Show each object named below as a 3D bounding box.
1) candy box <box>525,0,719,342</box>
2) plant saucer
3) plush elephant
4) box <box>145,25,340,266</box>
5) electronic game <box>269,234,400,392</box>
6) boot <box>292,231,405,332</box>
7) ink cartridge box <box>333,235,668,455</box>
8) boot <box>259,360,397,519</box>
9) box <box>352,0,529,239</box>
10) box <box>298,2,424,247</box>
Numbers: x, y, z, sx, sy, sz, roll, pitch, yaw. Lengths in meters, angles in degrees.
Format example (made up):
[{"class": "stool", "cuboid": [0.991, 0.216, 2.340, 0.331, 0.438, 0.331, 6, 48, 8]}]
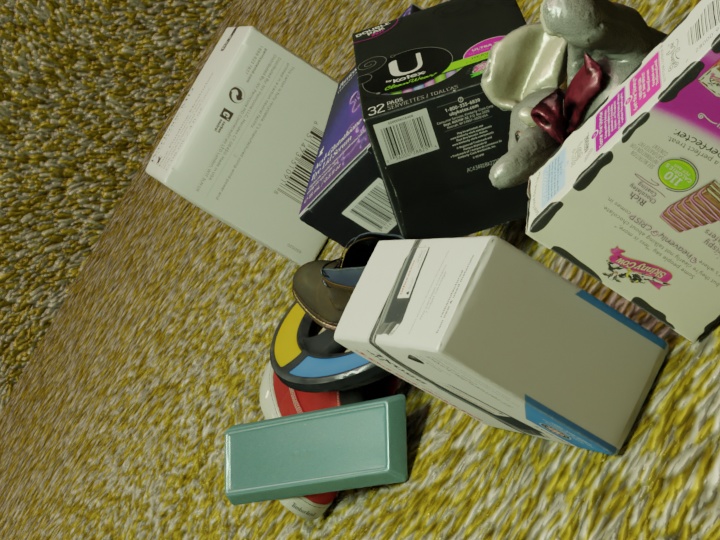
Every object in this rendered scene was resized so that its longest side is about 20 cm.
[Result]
[{"class": "candy box", "cuboid": [0.208, -0.065, 0.917, 0.200, 0.136, 0.061, -47, 20, 34]}, {"class": "plant saucer", "cuboid": [-0.043, 0.149, 1.312, 0.199, 0.019, 0.071, -15, 69, 40]}, {"class": "plush elephant", "cuboid": [0.154, -0.103, 1.101, 0.154, 0.165, 0.200, -32, 1, 30]}, {"class": "box", "cuboid": [-0.104, -0.140, 1.785, 0.200, 0.199, 0.131, -60, 18, -2]}, {"class": "electronic game", "cuboid": [0.010, 0.032, 1.347, 0.199, 0.042, 0.201, -25, 26, 13]}, {"class": "boot", "cuboid": [0.000, 0.000, 1.269, 0.199, 0.097, 0.075, 16, 55, 47]}, {"class": "ink cartridge box", "cuboid": [0.086, 0.047, 1.058, 0.085, 0.144, 0.200, -63, 17, -9]}, {"class": "boot", "cuboid": [-0.021, 0.103, 1.393, 0.145, 0.072, 0.201, -51, 27, 24]}, {"class": "box", "cuboid": [0.081, -0.129, 1.291, 0.147, 0.125, 0.200, -16, 27, 6]}, {"class": "box", "cuboid": [0.036, -0.133, 1.548, 0.148, 0.104, 0.201, -43, 25, 44]}]
